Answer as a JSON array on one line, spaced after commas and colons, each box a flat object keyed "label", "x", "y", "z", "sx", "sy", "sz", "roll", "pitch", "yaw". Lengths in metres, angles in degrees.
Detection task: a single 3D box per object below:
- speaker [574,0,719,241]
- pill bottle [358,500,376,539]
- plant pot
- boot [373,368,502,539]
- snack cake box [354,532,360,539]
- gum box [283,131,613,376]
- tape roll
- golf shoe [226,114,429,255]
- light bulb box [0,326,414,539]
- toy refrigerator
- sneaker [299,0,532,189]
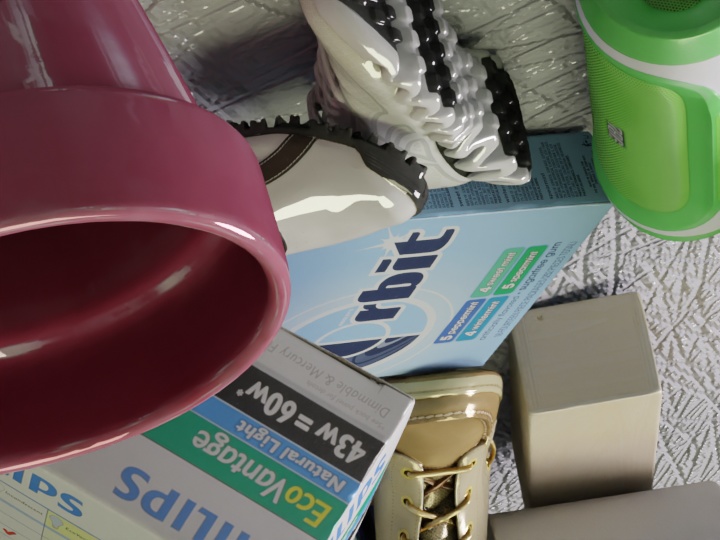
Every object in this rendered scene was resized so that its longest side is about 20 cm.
[{"label": "speaker", "x": 0.141, "y": -0.086, "z": 1.186, "sx": 0.088, "sy": 0.089, "sz": 0.200, "roll": -18, "pitch": 155, "yaw": 0}, {"label": "pill bottle", "x": -0.012, "y": 0.229, "z": 1.587, "sx": 0.112, "sy": 0.200, "sz": 0.112, "roll": -15, "pitch": 155, "yaw": -7}, {"label": "plant pot", "x": -0.142, "y": -0.045, "z": 0.969, "sx": 0.200, "sy": 0.179, "sz": 0.200, "roll": -15, "pitch": 155, "yaw": -7}, {"label": "boot", "x": 0.042, "y": 0.142, "z": 1.467, "sx": 0.073, "sy": 0.156, "sz": 0.200, "roll": -1, "pitch": 164, "yaw": -6}, {"label": "snack cake box", "x": -0.076, "y": 0.115, "z": 1.471, "sx": 0.115, "sy": 0.067, "sz": 0.200, "roll": -17, "pitch": 155, "yaw": 2}, {"label": "gum box", "x": 0.000, "y": 0.000, "z": 1.314, "sx": 0.200, "sy": 0.045, "sz": 0.170, "roll": -4, "pitch": 152, "yaw": -26}, {"label": "tape roll", "x": 0.153, "y": 0.230, "z": 1.544, "sx": 0.139, "sy": 0.203, "sz": 0.203, "roll": -8, "pitch": 154, "yaw": -4}, {"label": "golf shoe", "x": -0.069, "y": -0.011, "z": 1.129, "sx": 0.200, "sy": 0.095, "sz": 0.078, "roll": -3, "pitch": 153, "yaw": 10}, {"label": "light bulb box", "x": -0.103, "y": 0.099, "z": 1.242, "sx": 0.125, "sy": 0.198, "sz": 0.200, "roll": -57, "pitch": 175, "yaw": -31}, {"label": "toy refrigerator", "x": 0.127, "y": 0.084, "z": 1.546, "sx": 0.076, "sy": 0.070, "sz": 0.200, "roll": -10, "pitch": 154, "yaw": 0}, {"label": "sneaker", "x": 0.010, "y": -0.076, "z": 1.144, "sx": 0.081, "sy": 0.075, "sz": 0.200, "roll": -16, "pitch": 156, "yaw": 16}]
